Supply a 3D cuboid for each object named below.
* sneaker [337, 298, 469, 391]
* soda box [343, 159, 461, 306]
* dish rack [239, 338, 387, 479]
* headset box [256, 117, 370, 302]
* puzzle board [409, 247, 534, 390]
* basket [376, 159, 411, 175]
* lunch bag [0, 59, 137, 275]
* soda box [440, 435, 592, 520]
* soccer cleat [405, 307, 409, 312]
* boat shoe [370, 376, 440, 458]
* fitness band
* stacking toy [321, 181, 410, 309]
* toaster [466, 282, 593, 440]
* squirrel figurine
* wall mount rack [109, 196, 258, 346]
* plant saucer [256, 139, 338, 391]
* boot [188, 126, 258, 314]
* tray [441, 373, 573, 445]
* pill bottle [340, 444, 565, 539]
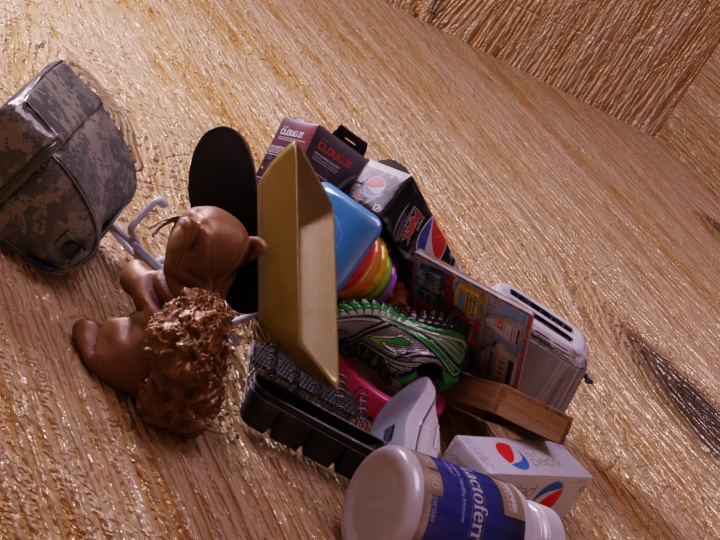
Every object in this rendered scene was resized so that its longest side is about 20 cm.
[{"bbox_3d":[0.026,0.084,1.744,0.197,0.078,0.086,9,69,-14],"label":"sneaker"},{"bbox_3d":[0.051,-0.034,1.829,0.070,0.064,0.201,24,-23,37],"label":"soda box"},{"bbox_3d":[-0.052,0.130,1.637,0.152,0.055,0.200,30,18,-11],"label":"dish rack"},{"bbox_3d":[-0.054,-0.069,1.825,0.148,0.202,0.075,33,-10,-40],"label":"headset box"},{"bbox_3d":[0.120,0.066,1.807,0.150,0.017,0.201,30,-27,16],"label":"puzzle board"},{"bbox_3d":[-0.035,-0.052,1.982,0.135,0.183,0.199,4,2,44],"label":"basket"},{"bbox_3d":[-0.317,-0.098,1.639,0.168,0.139,0.200,46,19,-11],"label":"lunch bag"},{"bbox_3d":[0.163,0.227,1.725,0.199,0.069,0.064,11,28,-48],"label":"soda box"},{"bbox_3d":[0.026,-0.019,1.917,0.085,0.202,0.068,-24,35,-38],"label":"soccer cleat"},{"bbox_3d":[0.050,0.184,1.652,0.066,0.073,0.200,53,28,-15],"label":"boat shoe"},{"bbox_3d":[0.023,0.116,1.823,0.142,0.038,0.200,23,20,-27],"label":"fitness band"},{"bbox_3d":[0.000,0.000,1.784,0.116,0.110,0.200,36,-1,37],"label":"stacking toy"},{"bbox_3d":[0.190,0.107,1.976,0.199,0.130,0.114,33,17,0],"label":"toaster"},{"bbox_3d":[-0.155,0.043,1.470,0.140,0.188,0.200,22,21,-30],"label":"squirrel figurine"},{"bbox_3d":[-0.176,0.004,1.728,0.200,0.075,0.174,41,-11,19],"label":"wall mount rack"},{"bbox_3d":[-0.063,0.001,1.558,0.048,0.203,0.200,-4,-18,8],"label":"plant saucer"},{"bbox_3d":[-0.116,-0.055,1.622,0.068,0.203,0.174,-7,11,9],"label":"boot"},{"bbox_3d":[0.153,0.151,1.818,0.098,0.037,0.200,26,-7,-20],"label":"tray"},{"bbox_3d":[0.090,0.243,1.488,0.198,0.116,0.116,22,21,-31],"label":"pill bottle"}]
